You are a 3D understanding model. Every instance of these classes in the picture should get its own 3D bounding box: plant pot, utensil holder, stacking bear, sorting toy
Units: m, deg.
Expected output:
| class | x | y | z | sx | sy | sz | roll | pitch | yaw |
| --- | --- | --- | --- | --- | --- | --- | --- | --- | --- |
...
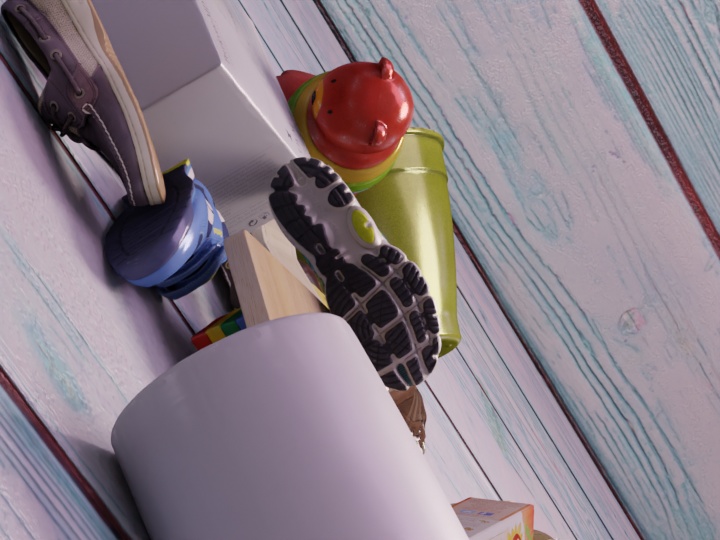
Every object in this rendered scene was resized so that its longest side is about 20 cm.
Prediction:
| class | x | y | z | sx | sy | sz | roll | pitch | yaw |
| --- | --- | --- | --- | --- | --- | --- | --- | --- | --- |
| plant pot | 0.006 | -0.005 | 1.969 | 0.200 | 0.199 | 0.194 | 34 | 40 | -73 |
| utensil holder | -0.031 | 0.149 | 1.202 | 0.201 | 0.170 | 0.170 | 62 | 8 | 21 |
| stacking bear | -0.013 | -0.123 | 1.787 | 0.200 | 0.113 | 0.122 | 151 | -47 | -73 |
| sorting toy | -0.053 | 0.102 | 1.527 | 0.199 | 0.069 | 0.201 | 46 | 24 | -62 |

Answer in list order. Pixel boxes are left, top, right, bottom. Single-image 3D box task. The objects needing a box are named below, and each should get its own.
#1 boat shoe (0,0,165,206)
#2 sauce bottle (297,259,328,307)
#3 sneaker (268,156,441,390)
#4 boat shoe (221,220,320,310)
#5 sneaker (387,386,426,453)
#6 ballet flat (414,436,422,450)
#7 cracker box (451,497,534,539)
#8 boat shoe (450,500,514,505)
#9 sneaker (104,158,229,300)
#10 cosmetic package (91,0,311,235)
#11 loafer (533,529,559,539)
| class | x | y | z | sx | sy | sz | roll | pitch | yaw |
| --- | --- | --- | --- | --- | --- | --- | --- | --- | --- |
| boat shoe | -0.193 | -0.120 | 1.476 | 0.072 | 0.065 | 0.201 | 88 | -22 | -63 |
| sauce bottle | -0.057 | 0.040 | 1.790 | 0.066 | 0.066 | 0.200 | 50 | 12 | -54 |
| sneaker | 0.000 | 0.000 | 1.639 | 0.201 | 0.077 | 0.080 | 60 | -2 | 9 |
| boat shoe | -0.076 | 0.018 | 1.731 | 0.072 | 0.059 | 0.201 | 32 | 27 | -50 |
| sneaker | 0.034 | 0.140 | 1.984 | 0.076 | 0.070 | 0.200 | 65 | 9 | 8 |
| ballet flat | 0.026 | 0.193 | 1.790 | 0.072 | 0.072 | 0.200 | 56 | 7 | -30 |
| cracker box | 0.062 | 0.243 | 1.481 | 0.200 | 0.057 | 0.135 | -10 | 103 | -66 |
| boat shoe | 0.088 | 0.236 | 1.822 | 0.200 | 0.071 | 0.063 | 127 | -36 | -70 |
| sneaker | -0.129 | -0.020 | 1.506 | 0.083 | 0.074 | 0.200 | 61 | 9 | -13 |
| cosmetic package | -0.146 | -0.155 | 1.688 | 0.200 | 0.123 | 0.200 | 47 | 16 | -55 |
| loafer | 0.125 | 0.262 | 1.714 | 0.200 | 0.067 | 0.076 | -15 | 118 | -58 |
